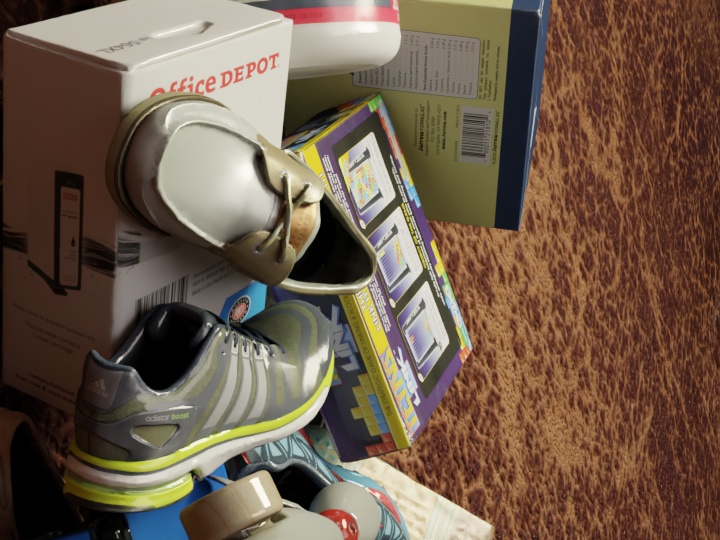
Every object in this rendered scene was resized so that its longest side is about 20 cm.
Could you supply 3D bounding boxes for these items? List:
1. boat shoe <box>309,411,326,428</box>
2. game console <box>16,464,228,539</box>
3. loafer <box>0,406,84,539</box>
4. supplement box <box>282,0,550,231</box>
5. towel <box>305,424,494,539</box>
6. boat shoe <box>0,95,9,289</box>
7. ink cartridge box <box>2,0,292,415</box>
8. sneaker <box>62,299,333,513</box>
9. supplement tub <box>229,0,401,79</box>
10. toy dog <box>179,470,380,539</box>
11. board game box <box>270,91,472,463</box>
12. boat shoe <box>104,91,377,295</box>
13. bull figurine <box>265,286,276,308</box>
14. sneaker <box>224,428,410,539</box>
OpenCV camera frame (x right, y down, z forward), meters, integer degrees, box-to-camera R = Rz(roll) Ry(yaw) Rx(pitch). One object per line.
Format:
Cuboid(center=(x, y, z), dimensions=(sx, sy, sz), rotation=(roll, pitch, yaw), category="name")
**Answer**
Cuboid(center=(-0.029, 0.026, 1.059), dimensions=(0.074, 0.068, 0.200), rotation=(109, -9, -56), category="boat shoe")
Cuboid(center=(-0.141, 0.198, 0.791), dimensions=(0.118, 0.170, 0.201), rotation=(-115, -168, -64), category="game console")
Cuboid(center=(-0.175, 0.157, 0.791), dimensions=(0.201, 0.062, 0.072), rotation=(68, 31, -29), category="loafer")
Cuboid(center=(0.033, -0.156, 1.054), dimensions=(0.135, 0.198, 0.201), rotation=(-74, 168, -44), category="supplement box")
Cuboid(center=(-0.011, 0.194, 1.007), dimensions=(0.199, 0.022, 0.147), rotation=(31, 56, -8), category="towel")
Cuboid(center=(-0.190, -0.062, 0.800), dimensions=(0.200, 0.070, 0.071), rotation=(-63, 144, -47), category="boat shoe")
Cuboid(center=(-0.116, -0.039, 0.777), dimensions=(0.146, 0.084, 0.201), rotation=(-31, 134, -53), category="ink cartridge box")
Cuboid(center=(-0.075, 0.051, 0.747), dimensions=(0.200, 0.073, 0.081), rotation=(-34, 135, -54), category="sneaker")
Cuboid(center=(-0.050, -0.221, 0.878), dimensions=(0.140, 0.139, 0.202), rotation=(-14, 100, -63), category="supplement tub")
Cuboid(center=(-0.052, 0.161, 0.760), dimensions=(0.200, 0.096, 0.133), rotation=(42, 28, -60), category="toy dog")
Cuboid(center=(0.000, 0.000, 0.954), dimensions=(0.201, 0.056, 0.165), rotation=(69, 25, -12), category="board game box")
Cuboid(center=(-0.051, -0.034, 0.729), dimensions=(0.200, 0.068, 0.075), rotation=(25, 88, -63), category="boat shoe")
Cuboid(center=(-0.082, 0.045, 0.974), dimensions=(0.122, 0.065, 0.201), rotation=(122, -26, -54), category="bull figurine")
Cuboid(center=(-0.031, 0.163, 0.911), dimensions=(0.200, 0.079, 0.096), rotation=(46, 9, -30), category="sneaker")
